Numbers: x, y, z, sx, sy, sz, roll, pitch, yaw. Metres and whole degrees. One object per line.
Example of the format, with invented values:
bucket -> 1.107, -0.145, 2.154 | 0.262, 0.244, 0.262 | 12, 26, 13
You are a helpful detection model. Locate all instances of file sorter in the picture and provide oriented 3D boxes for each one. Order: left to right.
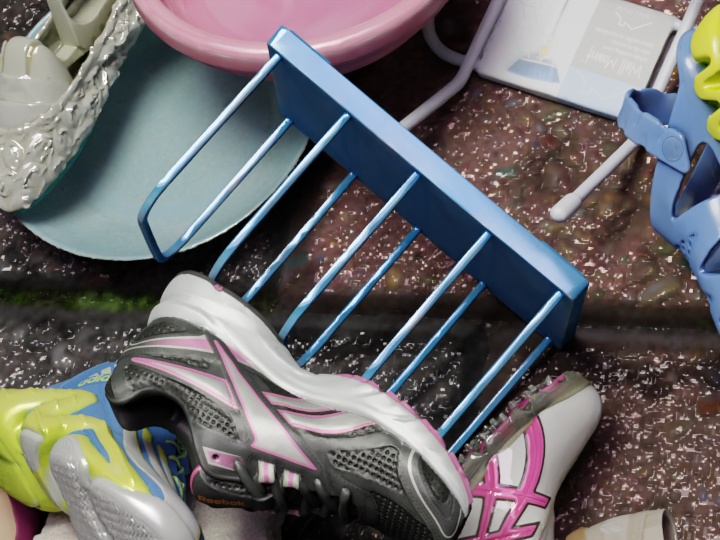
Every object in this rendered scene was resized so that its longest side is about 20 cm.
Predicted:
file sorter -> 0.000, 0.000, 1.446 | 0.200, 0.139, 0.123 | 40, 82, 8

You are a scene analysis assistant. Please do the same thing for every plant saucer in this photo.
plant saucer -> -0.114, -0.085, 1.619 | 0.200, 0.039, 0.202 | -7, 59, 12
plant saucer -> -0.030, -0.175, 1.564 | 0.199, 0.051, 0.201 | -6, 50, 7

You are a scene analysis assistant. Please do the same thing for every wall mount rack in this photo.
wall mount rack -> 0.100, -0.109, 1.549 | 0.199, 0.075, 0.174 | 20, 77, 26

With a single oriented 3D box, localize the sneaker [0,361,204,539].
sneaker -> -0.114, 0.090, 1.442 | 0.105, 0.076, 0.200 | -28, 33, -26

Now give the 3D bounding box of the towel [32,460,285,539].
towel -> -0.104, 0.155, 1.437 | 0.132, 0.035, 0.200 | -13, 31, 10

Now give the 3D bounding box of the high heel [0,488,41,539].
high heel -> -0.207, 0.140, 1.485 | 0.067, 0.096, 0.201 | -21, 58, 4

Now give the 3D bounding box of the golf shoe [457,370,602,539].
golf shoe -> 0.066, 0.141, 1.430 | 0.092, 0.073, 0.200 | 40, 74, 1

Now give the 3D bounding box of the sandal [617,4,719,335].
sandal -> 0.188, -0.032, 1.463 | 0.087, 0.079, 0.201 | -17, 80, 39

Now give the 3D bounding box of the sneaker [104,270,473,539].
sneaker -> -0.039, 0.090, 1.371 | 0.200, 0.081, 0.086 | 31, 61, 23

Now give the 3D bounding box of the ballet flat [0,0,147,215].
ballet flat -> -0.167, -0.129, 1.598 | 0.072, 0.072, 0.201 | 21, 69, 26

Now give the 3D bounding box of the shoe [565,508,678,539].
shoe -> 0.146, 0.203, 1.360 | 0.053, 0.070, 0.201 | -22, 56, 12
